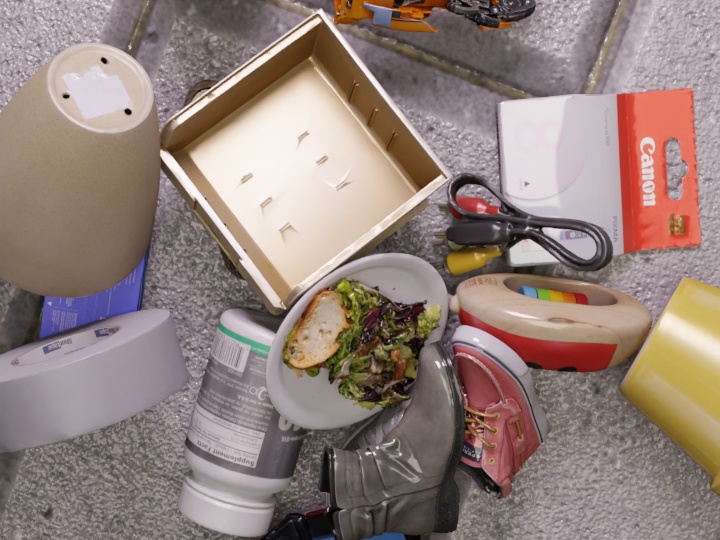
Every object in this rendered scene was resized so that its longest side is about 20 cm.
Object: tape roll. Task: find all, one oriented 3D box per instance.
[{"bbox_3d":[-0.260,0.098,1.399,0.198,0.200,0.067,-17,99,1],"label":"tape roll"}]

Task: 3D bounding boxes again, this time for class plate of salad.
[{"bbox_3d":[0.004,0.074,1.429,0.198,0.048,0.202,-20,132,-24],"label":"plate of salad"}]

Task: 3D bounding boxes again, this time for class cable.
[{"bbox_3d":[0.153,-0.043,1.468,0.198,0.050,0.098,2,84,28],"label":"cable"}]

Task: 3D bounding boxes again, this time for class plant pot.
[{"bbox_3d":[-0.253,-0.105,1.367,0.185,0.200,0.189,11,58,-18],"label":"plant pot"},{"bbox_3d":[0.359,0.108,1.467,0.188,0.201,0.202,31,96,9],"label":"plant pot"}]

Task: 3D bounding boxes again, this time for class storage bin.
[{"bbox_3d":[-0.057,-0.096,1.429,0.198,0.094,0.201,-37,85,-14],"label":"storage bin"}]

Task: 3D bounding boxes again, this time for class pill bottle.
[{"bbox_3d":[-0.108,0.148,1.496,0.112,0.113,0.202,16,98,-3],"label":"pill bottle"}]

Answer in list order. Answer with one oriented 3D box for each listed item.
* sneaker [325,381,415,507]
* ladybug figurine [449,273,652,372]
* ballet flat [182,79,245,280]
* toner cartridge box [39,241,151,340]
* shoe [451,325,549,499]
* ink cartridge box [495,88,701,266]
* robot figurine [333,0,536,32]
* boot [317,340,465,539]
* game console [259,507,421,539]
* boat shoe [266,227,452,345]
[{"bbox_3d":[0.029,0.176,1.516,0.074,0.082,0.201,32,96,-5],"label":"sneaker"},{"bbox_3d":[0.182,0.052,1.479,0.198,0.136,0.073,8,106,-3],"label":"ladybug figurine"},{"bbox_3d":[-0.129,-0.087,1.497,0.067,0.046,0.202,-11,98,0],"label":"ballet flat"},{"bbox_3d":[-0.264,0.036,1.513,0.094,0.043,0.202,9,97,-4],"label":"toner cartridge box"},{"bbox_3d":[0.121,0.140,1.463,0.071,0.201,0.091,18,65,33],"label":"shoe"},{"bbox_3d":[0.236,-0.093,1.503,0.198,0.057,0.165,-4,97,4],"label":"ink cartridge box"},{"bbox_3d":[0.069,-0.275,1.444,0.198,0.146,0.058,2,140,-12],"label":"robot figurine"},{"bbox_3d":[0.027,0.168,1.426,0.129,0.068,0.202,-4,111,-13],"label":"boot"},{"bbox_3d":[-0.018,0.343,1.501,0.172,0.118,0.202,-36,113,-40],"label":"game console"},{"bbox_3d":[0.000,0.000,1.500,0.199,0.072,0.066,31,92,-6],"label":"boat shoe"}]
